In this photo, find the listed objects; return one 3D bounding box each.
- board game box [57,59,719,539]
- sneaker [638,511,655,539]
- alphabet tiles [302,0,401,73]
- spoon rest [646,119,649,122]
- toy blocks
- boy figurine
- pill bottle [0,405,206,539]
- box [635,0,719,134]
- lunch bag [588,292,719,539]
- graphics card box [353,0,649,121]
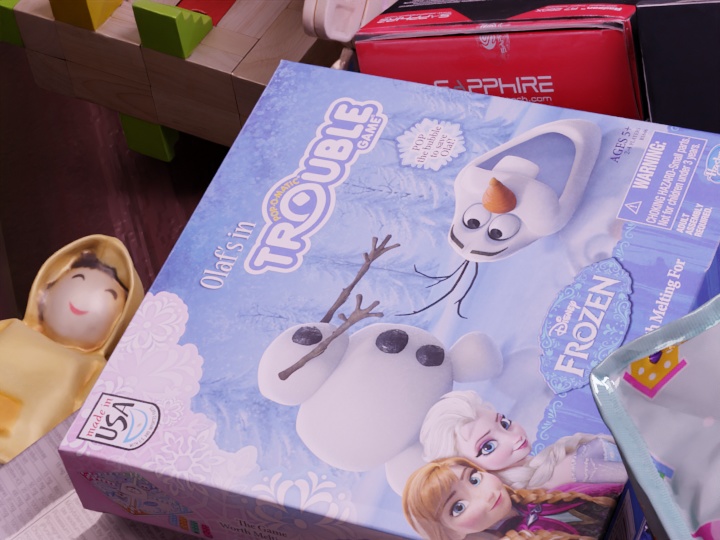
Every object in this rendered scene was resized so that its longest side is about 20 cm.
[{"bbox_3d":[0.023,0.019,0.800,0.198,0.044,0.201,11,53,22],"label":"board game box"},{"bbox_3d":[0.072,0.081,0.823,0.114,0.081,0.200,1,56,27],"label":"sneaker"},{"bbox_3d":[0.027,-0.142,0.977,0.015,0.200,0.197,15,96,21],"label":"alphabet tiles"},{"bbox_3d":[0.131,-0.025,0.892,0.099,0.061,0.200,-2,39,-20],"label":"spoon rest"},{"bbox_3d":[-0.065,-0.132,1.069,0.199,0.100,0.137,19,53,25],"label":"toy blocks"},{"bbox_3d":[-0.152,0.065,0.966,0.124,0.065,0.200,24,53,25],"label":"boy figurine"},{"bbox_3d":[-0.084,0.102,0.861,0.200,0.110,0.110,-37,40,-9],"label":"pill bottle"},{"bbox_3d":[0.227,-0.089,0.851,0.199,0.079,0.141,1,22,30],"label":"box"},{"bbox_3d":[0.174,0.108,0.651,0.122,0.171,0.200,-35,40,6],"label":"lunch bag"},{"bbox_3d":[0.096,-0.119,0.969,0.125,0.051,0.200,0,25,28],"label":"graphics card box"}]
